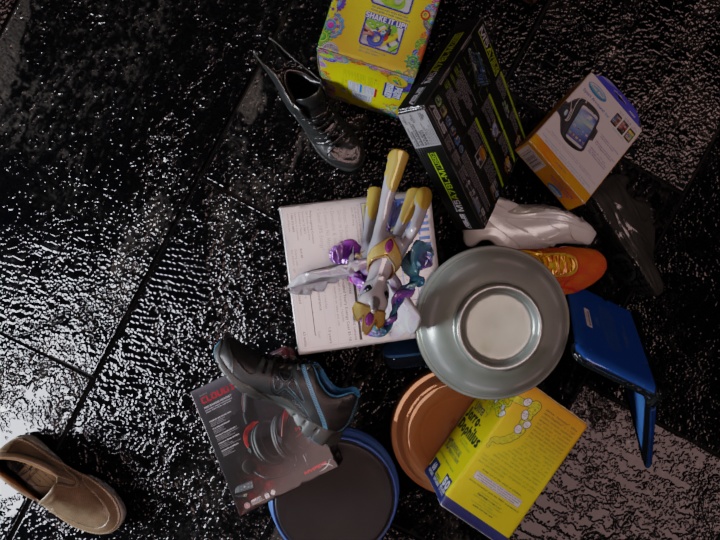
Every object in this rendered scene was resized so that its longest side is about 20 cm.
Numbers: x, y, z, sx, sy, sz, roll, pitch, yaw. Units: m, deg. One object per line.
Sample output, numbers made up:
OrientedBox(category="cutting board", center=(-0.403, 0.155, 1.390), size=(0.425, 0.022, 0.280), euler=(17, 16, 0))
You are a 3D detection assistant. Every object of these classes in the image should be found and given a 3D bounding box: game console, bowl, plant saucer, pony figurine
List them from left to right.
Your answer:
OrientedBox(category="bowl", center=(-0.039, 0.336, 0.844), size=(0.200, 0.039, 0.201), euler=(0, 93, -5))
OrientedBox(category="pony figurine", center=(0.015, -0.009, 0.646), size=(0.166, 0.193, 0.200), euler=(19, 72, -8))
OrientedBox(category="plant saucer", center=(0.145, 0.245, 0.857), size=(0.200, 0.032, 0.201), euler=(0, 94, -5))
OrientedBox(category="plant saucer", center=(0.169, 0.069, 0.708), size=(0.200, 0.050, 0.201), euler=(0, 93, 1))
OrientedBox(category="game console", center=(0.340, 0.137, 0.783), size=(0.170, 0.200, 0.118), euler=(26, 119, 2))

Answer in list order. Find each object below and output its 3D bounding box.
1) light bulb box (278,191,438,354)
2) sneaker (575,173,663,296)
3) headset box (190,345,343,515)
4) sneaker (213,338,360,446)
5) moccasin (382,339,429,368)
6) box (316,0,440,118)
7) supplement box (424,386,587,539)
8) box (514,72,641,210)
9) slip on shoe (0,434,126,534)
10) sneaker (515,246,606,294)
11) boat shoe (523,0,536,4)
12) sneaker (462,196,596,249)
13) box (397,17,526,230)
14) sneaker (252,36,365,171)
OrientedBox(category="light bulb box", center=(0.000, 0.000, 0.785), size=(0.200, 0.125, 0.199), euler=(-7, 93, -5))
OrientedBox(category="sneaker", center=(0.408, -0.055, 0.843), size=(0.091, 0.076, 0.200), euler=(-32, 97, -8))
OrientedBox(category="headset box", center=(-0.134, 0.210, 0.792), size=(0.148, 0.075, 0.200), euler=(-25, 78, -3))
OrientedBox(category="sneaker", center=(-0.093, 0.137, 0.723), size=(0.200, 0.073, 0.082), euler=(33, 102, -2))
OrientedBox(category="moccasin", center=(0.134, 0.120, 0.818), size=(0.200, 0.081, 0.068), euler=(-11, 114, 9))
OrientedBox(category="box", center=(0.031, -0.328, 0.729), size=(0.122, 0.200, 0.193), euler=(17, 92, -2))
OrientedBox(category="supplement box", center=(0.198, 0.252, 0.792), size=(0.109, 0.109, 0.200), euler=(35, 89, -6))
OrientedBox(category="box", center=(0.325, -0.196, 0.819), size=(0.119, 0.041, 0.200), euler=(47, 66, -5))
OrientedBox(category="slip on shoe", center=(-0.429, 0.312, 0.800), size=(0.200, 0.061, 0.076), euler=(43, 89, -5))
OrientedBox(category="sneaker", center=(0.251, 0.002, 0.770), size=(0.200, 0.077, 0.073), euler=(-6, 84, -11))
OrientedBox(category="boat shoe", center=(0.182, -0.454, 0.804), size=(0.200, 0.072, 0.072), euler=(30, 89, -12))
OrientedBox(category="sneaker", center=(0.243, -0.052, 0.835), size=(0.200, 0.078, 0.100), euler=(11, 101, 2))
OrientedBox(category="box", center=(0.143, -0.188, 0.738), size=(0.200, 0.047, 0.193), euler=(54, 51, -36))
OrientedBox(category="sneaker", center=(-0.065, -0.222, 0.778), size=(0.060, 0.104, 0.200), euler=(-41, 95, -1))
